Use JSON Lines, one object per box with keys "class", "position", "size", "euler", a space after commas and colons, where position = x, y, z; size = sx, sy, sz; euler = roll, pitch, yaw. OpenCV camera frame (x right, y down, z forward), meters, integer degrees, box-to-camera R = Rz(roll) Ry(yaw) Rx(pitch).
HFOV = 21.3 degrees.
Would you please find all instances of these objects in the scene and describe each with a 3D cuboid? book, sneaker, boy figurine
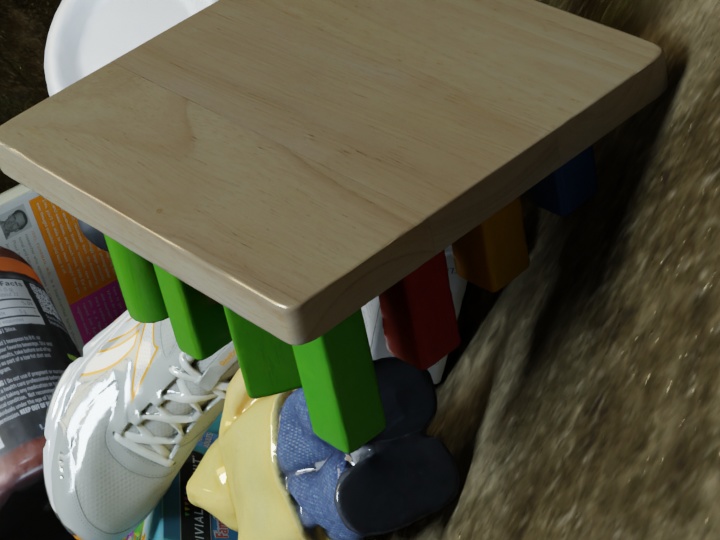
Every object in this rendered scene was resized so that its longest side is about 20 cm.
{"class": "book", "position": [-0.169, -0.002, 1.220], "size": [0.200, 0.134, 0.048], "euler": [-30, 19, -35]}
{"class": "sneaker", "position": [-0.086, 0.046, 0.928], "size": [0.201, 0.075, 0.092], "euler": [-63, 27, -1]}
{"class": "boy figurine", "position": [-0.026, 0.095, 0.865], "size": [0.200, 0.064, 0.125], "euler": [-33, 73, 66]}

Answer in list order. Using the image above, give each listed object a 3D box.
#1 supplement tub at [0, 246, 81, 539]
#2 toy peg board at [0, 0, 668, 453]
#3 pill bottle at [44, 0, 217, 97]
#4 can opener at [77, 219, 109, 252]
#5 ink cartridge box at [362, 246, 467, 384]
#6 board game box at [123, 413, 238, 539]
{"class": "supplement tub", "position": [-0.209, 0.060, 1.064], "size": [0.200, 0.107, 0.107], "euler": [57, 132, 31]}
{"class": "toy peg board", "position": [-0.009, -0.033, 0.790], "size": [0.199, 0.200, 0.098], "euler": [-34, -48, -28]}
{"class": "pill bottle", "position": [-0.081, -0.096, 1.072], "size": [0.115, 0.114, 0.200], "euler": [-66, -24, -2]}
{"class": "can opener", "position": [-0.106, -0.041, 1.198], "size": [0.067, 0.054, 0.200], "euler": [-23, -10, 22]}
{"class": "ink cartridge box", "position": [-0.003, -0.020, 0.945], "size": [0.177, 0.044, 0.201], "euler": [104, 158, -45]}
{"class": "board game box", "position": [-0.103, 0.182, 1.004], "size": [0.200, 0.047, 0.152], "euler": [-100, 26, -60]}
